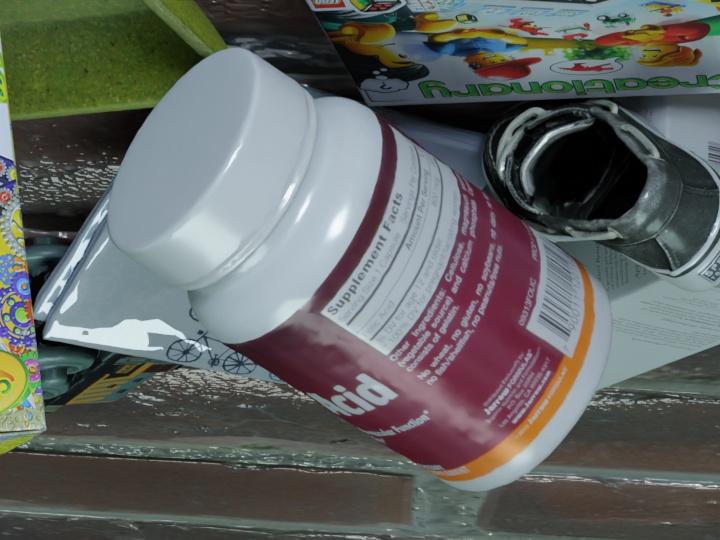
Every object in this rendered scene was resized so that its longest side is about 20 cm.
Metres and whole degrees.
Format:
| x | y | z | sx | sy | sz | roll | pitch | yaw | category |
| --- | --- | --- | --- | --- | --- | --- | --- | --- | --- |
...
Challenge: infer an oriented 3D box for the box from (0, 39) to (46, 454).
| x | y | z | sx | sy | sz | roll | pitch | yaw | category |
| --- | --- | --- | --- | --- | --- | --- | --- | --- | --- |
| -0.222 | -0.009 | 0.879 | 0.121 | 0.194 | 0.200 | 0 | 166 | -31 | box |

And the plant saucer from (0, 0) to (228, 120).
| x | y | z | sx | sy | sz | roll | pitch | yaw | category |
| --- | --- | --- | --- | --- | --- | --- | --- | --- | --- |
| -0.171 | -0.121 | 0.945 | 0.199 | 0.048 | 0.200 | -4 | 160 | 21 | plant saucer |

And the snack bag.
| x | y | z | sx | sy | sz | roll | pitch | yaw | category |
| --- | --- | --- | --- | --- | --- | --- | --- | --- | --- |
| -0.040 | -0.016 | 1.141 | 0.188 | 0.021 | 0.200 | 14 | 133 | -27 | snack bag |

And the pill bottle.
| x | y | z | sx | sy | sz | roll | pitch | yaw | category |
| --- | --- | --- | --- | --- | --- | --- | --- | --- | --- |
| 0.000 | 0.000 | 0.969 | 0.200 | 0.115 | 0.114 | 34 | 148 | -28 | pill bottle |

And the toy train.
| x | y | z | sx | sy | sz | roll | pitch | yaw | category |
| --- | --- | --- | --- | --- | --- | --- | --- | --- | --- |
| -0.162 | 0.038 | 1.347 | 0.113 | 0.086 | 0.200 | 1 | 164 | -23 | toy train |

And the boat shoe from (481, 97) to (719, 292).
| x | y | z | sx | sy | sz | roll | pitch | yaw | category |
| --- | --- | --- | --- | --- | --- | --- | --- | --- | --- |
| 0.096 | -0.047 | 1.012 | 0.063 | 0.071 | 0.200 | 25 | -178 | -27 | boat shoe |

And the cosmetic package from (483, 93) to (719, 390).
| x | y | z | sx | sy | sz | roll | pitch | yaw | category |
| --- | --- | --- | --- | --- | --- | --- | --- | --- | --- |
| 0.124 | -0.013 | 1.119 | 0.084 | 0.108 | 0.200 | 11 | 161 | -24 | cosmetic package |

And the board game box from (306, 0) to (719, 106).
| x | y | z | sx | sy | sz | roll | pitch | yaw | category |
| --- | --- | --- | --- | --- | --- | --- | --- | --- | --- |
| 0.085 | -0.109 | 0.953 | 0.199 | 0.035 | 0.126 | -1 | 162 | 14 | board game box |
